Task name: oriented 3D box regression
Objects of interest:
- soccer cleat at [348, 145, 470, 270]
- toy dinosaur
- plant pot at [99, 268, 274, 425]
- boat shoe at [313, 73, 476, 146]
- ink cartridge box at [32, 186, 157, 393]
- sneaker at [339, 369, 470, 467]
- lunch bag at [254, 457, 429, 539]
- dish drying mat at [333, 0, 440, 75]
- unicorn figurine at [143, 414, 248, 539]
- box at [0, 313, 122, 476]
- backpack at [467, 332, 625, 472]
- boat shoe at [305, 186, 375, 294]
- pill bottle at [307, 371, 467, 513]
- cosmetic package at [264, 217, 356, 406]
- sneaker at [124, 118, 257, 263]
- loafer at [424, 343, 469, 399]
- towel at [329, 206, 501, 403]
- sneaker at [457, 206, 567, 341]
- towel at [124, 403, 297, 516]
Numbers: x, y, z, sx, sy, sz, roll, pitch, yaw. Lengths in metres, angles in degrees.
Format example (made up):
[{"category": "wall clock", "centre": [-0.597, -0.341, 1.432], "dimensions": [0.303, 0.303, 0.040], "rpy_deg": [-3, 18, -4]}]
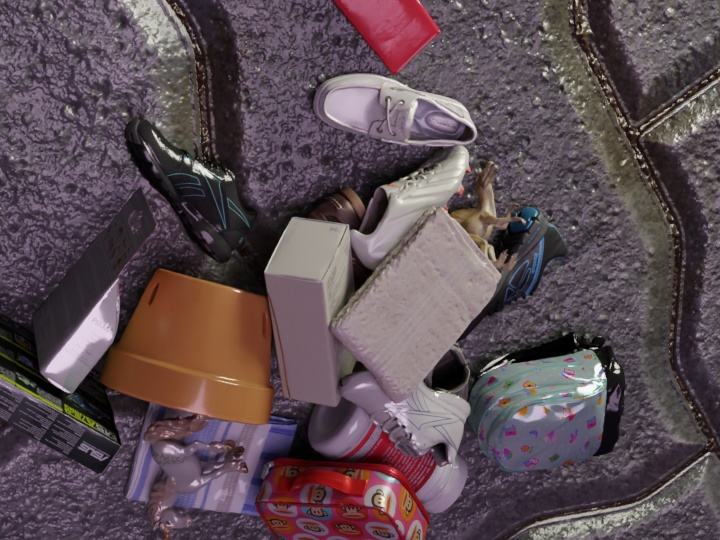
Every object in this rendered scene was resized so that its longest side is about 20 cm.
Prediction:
[{"category": "soccer cleat", "centre": [0.060, -0.086, 1.417], "dimensions": [0.078, 0.069, 0.201], "rpy_deg": [46, 66, -20]}, {"category": "toy dinosaur", "centre": [0.138, -0.031, 1.468], "dimensions": [0.201, 0.100, 0.058], "rpy_deg": [-59, 154, -14]}, {"category": "plant pot", "centre": [-0.184, 0.082, 1.372], "dimensions": [0.198, 0.200, 0.142], "rpy_deg": [15, 87, -22]}, {"category": "boat shoe", "centre": [0.045, -0.183, 1.403], "dimensions": [0.198, 0.069, 0.072], "rpy_deg": [5, 109, -19]}, {"category": "ink cartridge box", "centre": [-0.280, 0.017, 1.320], "dimensions": [0.050, 0.161, 0.200], "rpy_deg": [40, 94, -26]}, {"category": "sneaker", "centre": [0.056, 0.173, 1.437], "dimensions": [0.199, 0.074, 0.088], "rpy_deg": [26, 59, -32]}, {"category": "lunch bag", "centre": [-0.028, 0.292, 1.479], "dimensions": [0.198, 0.083, 0.177], "rpy_deg": [-1, 141, 26]}, {"category": "dish drying mat", "centre": [0.006, -0.321, 1.369], "dimensions": [0.077, 0.018, 0.200], "rpy_deg": [-42, 117, 1]}, {"category": "unicorn figurine", "centre": [-0.207, 0.241, 1.451], "dimensions": [0.136, 0.074, 0.202], "rpy_deg": [-18, 120, -2]}, {"category": "box", "centre": [-0.361, 0.120, 1.314], "dimensions": [0.199, 0.193, 0.048], "rpy_deg": [36, 97, -27]}, {"category": "backpack", "centre": [0.240, 0.181, 1.571], "dimensions": [0.198, 0.127, 0.169], "rpy_deg": [-5, 114, -13]}, {"category": "boat shoe", "centre": [0.000, 0.000, 1.454], "dimensions": [0.070, 0.070, 0.201], "rpy_deg": [-36, 107, -19]}, {"category": "pill bottle", "centre": [0.039, 0.224, 1.528], "dimensions": [0.199, 0.112, 0.113], "rpy_deg": [37, 95, -25]}, {"category": "cosmetic package", "centre": [-0.052, 0.050, 1.399], "dimensions": [0.072, 0.104, 0.202], "rpy_deg": [8, 132, 16]}, {"category": "sneaker", "centre": [-0.192, -0.102, 1.365], "dimensions": [0.079, 0.075, 0.201], "rpy_deg": [-43, 125, -12]}, {"category": "loafer", "centre": [0.103, 0.132, 1.508], "dimensions": [0.070, 0.070, 0.201], "rpy_deg": [-37, 143, -8]}, {"category": "towel", "centre": [0.065, 0.036, 1.379], "dimensions": [0.200, 0.034, 0.133], "rpy_deg": [-48, 113, -13]}, {"category": "sneaker", "centre": [0.182, 0.020, 1.521], "dimensions": [0.082, 0.073, 0.200], "rpy_deg": [39, 95, -26]}, {"category": "towel", "centre": [-0.186, 0.236, 1.508], "dimensions": [0.198, 0.024, 0.148], "rpy_deg": [13, 106, -22]}]
